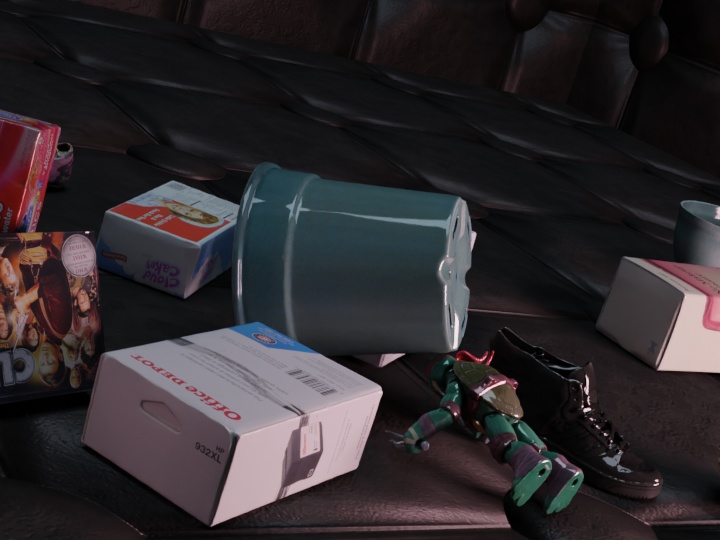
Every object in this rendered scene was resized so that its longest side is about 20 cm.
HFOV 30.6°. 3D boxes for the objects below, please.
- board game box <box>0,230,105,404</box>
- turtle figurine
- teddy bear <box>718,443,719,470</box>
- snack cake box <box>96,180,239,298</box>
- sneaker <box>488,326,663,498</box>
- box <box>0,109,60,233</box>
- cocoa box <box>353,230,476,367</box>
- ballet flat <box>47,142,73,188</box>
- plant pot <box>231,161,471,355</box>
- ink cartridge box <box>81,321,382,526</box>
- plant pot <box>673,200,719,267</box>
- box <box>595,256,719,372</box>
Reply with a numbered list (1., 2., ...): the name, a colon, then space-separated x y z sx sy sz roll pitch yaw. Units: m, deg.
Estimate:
1. board game box: -0.293 0.039 1.046 0.035 0.136 0.200 -5 0 39
2. turtle figurine: 0.105 0.137 1.199 0.150 0.101 0.200 1 29 -43
3. teddy bear: 0.440 0.231 1.296 0.200 0.067 0.145 19 25 -18
4. snack cake box: -0.207 -0.038 1.498 0.115 0.067 0.200 21 17 8
5. sneaker: 0.209 0.137 1.275 0.200 0.104 0.060 22 17 17
6. box: -0.336 -0.041 1.132 0.100 0.200 0.095 16 7 -4
7. cocoa box: 0.021 0.006 1.461 0.131 0.134 0.200 22 17 20
8. ballet flat: -0.432 -0.138 1.589 0.069 0.071 0.200 30 21 36
9. plant pot: 0.000 0.000 1.261 0.196 0.201 0.200 4 14 13
10. ink cartridge box: -0.101 0.117 1.069 0.145 0.084 0.200 26 19 28
11. plant pot: 0.577 -0.012 2.067 0.200 0.134 0.200 15 17 -4
12. box: 0.436 0.060 1.740 0.200 0.109 0.128 5 20 -35
